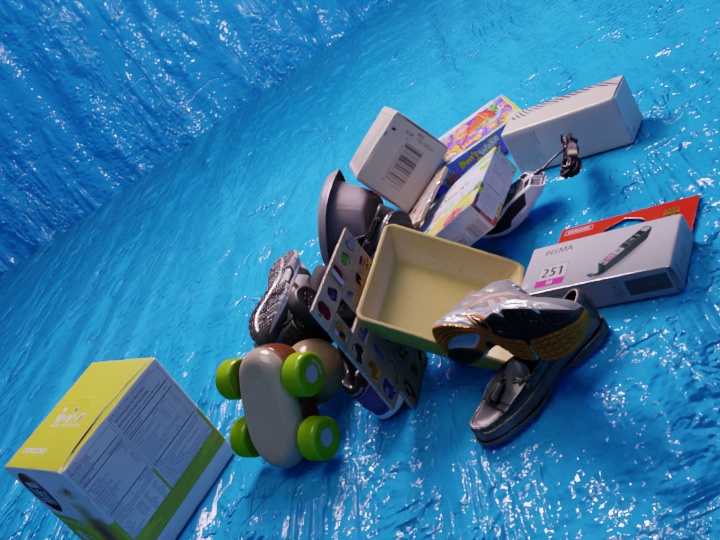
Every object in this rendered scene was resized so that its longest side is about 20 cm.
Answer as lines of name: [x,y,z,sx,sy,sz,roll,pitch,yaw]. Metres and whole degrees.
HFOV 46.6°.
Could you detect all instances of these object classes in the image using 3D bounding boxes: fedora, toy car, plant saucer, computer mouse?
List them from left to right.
toy car: [-0.066,0.159,1.136,0.162,0.162,0.198,-9,7,41]
fedora: [-0.008,-0.077,1.415,0.088,0.201,0.181,3,67,13]
plant saucer: [0.102,0.040,1.059,0.202,0.195,0.049,-70,-4,-51]
computer mouse: [0.243,-0.110,1.213,0.199,0.044,0.110,-43,16,21]

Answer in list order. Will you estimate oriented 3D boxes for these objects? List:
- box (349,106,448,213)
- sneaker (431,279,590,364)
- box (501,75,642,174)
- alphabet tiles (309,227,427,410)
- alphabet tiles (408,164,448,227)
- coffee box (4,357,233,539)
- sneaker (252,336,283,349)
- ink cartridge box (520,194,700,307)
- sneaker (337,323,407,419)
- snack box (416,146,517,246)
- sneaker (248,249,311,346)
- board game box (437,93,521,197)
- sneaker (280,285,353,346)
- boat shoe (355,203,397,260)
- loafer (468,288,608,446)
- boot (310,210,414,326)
box: [0.060,-0.192,1.424,0.129,0.108,0.200,-57,10,9]
sneaker: [0.165,0.041,0.901,0.198,0.076,0.092,-8,35,49]
box: [0.320,-0.219,1.278,0.197,0.083,0.069,-12,33,42]
alphabet tiles: [0.019,0.069,1.040,0.007,0.201,0.169,-25,26,30]
alphabet tiles: [0.079,-0.077,1.334,0.202,0.014,0.196,-61,7,-33]
coffee box: [-0.342,0.267,1.194,0.197,0.199,0.201,-10,35,46]
sneaker: [-0.125,0.123,1.294,0.076,0.080,0.202,-23,27,28]
ink cartridge box: [0.302,-0.029,1.016,0.197,0.044,0.175,-15,34,41]
sneaker: [0.012,0.088,1.095,0.075,0.087,0.203,-39,34,28]
snack box: [0.138,-0.073,1.237,0.200,0.053,0.143,-42,14,45]
sneaker: [-0.111,0.052,1.291,0.073,0.080,0.202,-27,26,31]
board game box: [0.200,-0.226,1.498,0.198,0.045,0.135,-35,24,7]
sneaker: [-0.075,0.080,1.192,0.103,0.061,0.199,-37,-18,15]
boat shoe: [0.008,-0.031,1.325,0.201,0.056,0.069,-51,8,40]
loafer: [0.186,0.102,0.919,0.200,0.063,0.072,-43,25,-11]
boot: [0.000,0.001,1.262,0.064,0.170,0.198,1,-2,-36]
